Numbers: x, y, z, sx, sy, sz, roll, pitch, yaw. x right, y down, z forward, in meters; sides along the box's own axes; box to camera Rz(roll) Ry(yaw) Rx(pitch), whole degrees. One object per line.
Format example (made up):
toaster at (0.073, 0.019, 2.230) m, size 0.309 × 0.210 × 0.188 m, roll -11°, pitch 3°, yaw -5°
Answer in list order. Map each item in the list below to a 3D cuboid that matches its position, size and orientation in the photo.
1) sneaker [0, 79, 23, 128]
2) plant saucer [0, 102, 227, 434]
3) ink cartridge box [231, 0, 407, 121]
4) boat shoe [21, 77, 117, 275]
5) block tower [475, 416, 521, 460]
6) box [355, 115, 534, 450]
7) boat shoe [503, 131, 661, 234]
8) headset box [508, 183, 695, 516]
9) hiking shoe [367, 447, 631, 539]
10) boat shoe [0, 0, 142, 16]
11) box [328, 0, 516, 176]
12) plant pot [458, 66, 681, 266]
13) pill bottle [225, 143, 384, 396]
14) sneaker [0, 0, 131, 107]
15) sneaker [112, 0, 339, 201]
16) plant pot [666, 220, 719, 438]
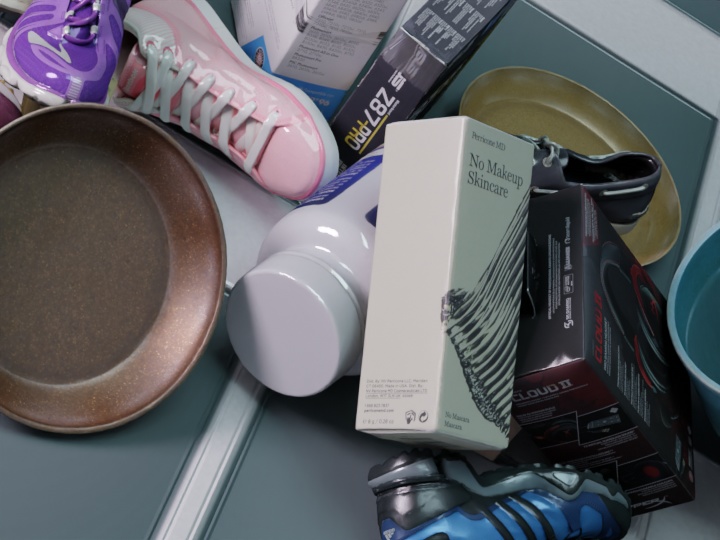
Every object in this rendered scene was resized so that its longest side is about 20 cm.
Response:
sneaker at (-0.312, -0.097, 1.551) m, size 0.198 × 0.075 × 0.091 m, roll 16°, pitch 52°, yaw -14°
plant saucer at (-0.177, -0.002, 1.509) m, size 0.199 × 0.037 × 0.202 m, roll -2°, pitch 94°, yaw -31°
ink cartridge box at (-0.017, -0.218, 1.770) m, size 0.067 × 0.200 × 0.117 m, roll 11°, pitch 46°, yaw -27°
boat shoe at (-0.187, -0.067, 1.606) m, size 0.063 × 0.073 × 0.201 m, roll 13°, pitch 38°, yaw -19°
block tower at (0.097, 0.037, 1.723) m, size 0.057 × 0.054 × 0.201 m, roll 26°, pitch 41°, yaw -11°
box at (0.055, 0.010, 1.553) m, size 0.082 × 0.068 × 0.202 m, roll 16°, pitch 76°, yaw -49°
boat shoe at (0.133, -0.082, 1.814) m, size 0.199 × 0.063 × 0.073 m, roll 14°, pitch 45°, yaw -25°
headset box at (0.151, 0.052, 1.648) m, size 0.200 × 0.075 × 0.150 m, roll 50°, pitch 33°, yaw -41°
hiking shoe at (0.091, 0.171, 1.593) m, size 0.199 × 0.074 × 0.087 m, roll 8°, pitch 69°, yaw -29°
boat shoe at (-0.204, -0.212, 1.740) m, size 0.199 × 0.059 × 0.072 m, roll -15°, pitch 92°, yaw -42°
box at (0.046, -0.152, 1.784) m, size 0.049 × 0.161 × 0.200 m, roll 38°, pitch 39°, yaw 2°
plant pot at (0.157, -0.074, 1.894) m, size 0.199 × 0.028 × 0.201 m, roll 19°, pitch 43°, yaw -19°
pill bottle at (0.000, 0.000, 1.638) m, size 0.120 × 0.120 × 0.200 m, roll 43°, pitch 40°, yaw 8°
sneaker at (-0.185, -0.176, 1.612) m, size 0.080 × 0.084 × 0.201 m, roll 22°, pitch 38°, yaw -15°
sneaker at (-0.109, -0.115, 1.702) m, size 0.104 × 0.076 × 0.200 m, roll -14°, pitch 53°, yaw -48°
plant pot at (0.329, 0.077, 1.722) m, size 0.198 × 0.189 × 0.201 m, roll -11°, pitch 46°, yaw 11°
